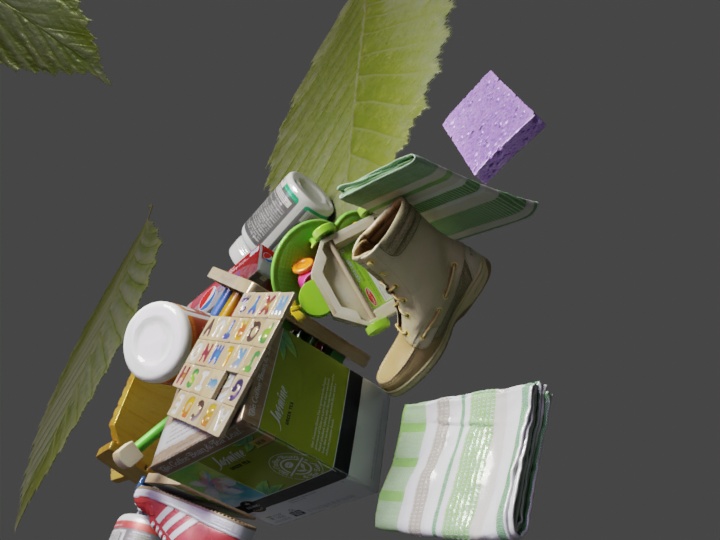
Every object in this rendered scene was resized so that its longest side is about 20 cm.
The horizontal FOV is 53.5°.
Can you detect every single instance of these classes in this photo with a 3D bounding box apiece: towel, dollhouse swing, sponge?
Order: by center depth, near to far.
[{"bbox_3d":[0.093,0.187,0.704,0.200,0.031,0.150,-21,41,50],"label":"towel"},{"bbox_3d":[0.092,-0.082,0.839,0.152,0.199,0.024,-16,63,53],"label":"towel"},{"bbox_3d":[0.184,-0.210,1.023,0.112,0.030,0.200,-46,27,19],"label":"sponge"},{"bbox_3d":[-0.451,0.293,1.379,0.175,0.182,0.201,-11,47,29],"label":"dollhouse swing"}]

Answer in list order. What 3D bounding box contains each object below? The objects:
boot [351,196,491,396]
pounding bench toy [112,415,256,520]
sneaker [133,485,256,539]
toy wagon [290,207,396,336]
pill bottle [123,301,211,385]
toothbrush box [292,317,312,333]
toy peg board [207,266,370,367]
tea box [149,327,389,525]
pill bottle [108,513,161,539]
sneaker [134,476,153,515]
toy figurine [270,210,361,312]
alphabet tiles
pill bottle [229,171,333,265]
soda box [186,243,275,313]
[{"bbox_3d":[0.043,0.032,0.829,0.200,0.155,0.073,-55,26,1],"label":"boot"},{"bbox_3d":[-0.225,0.234,1.003,0.124,0.200,0.157,-19,44,51],"label":"pounding bench toy"},{"bbox_3d":[-0.244,0.366,0.957,0.199,0.071,0.113,9,67,28],"label":"sneaker"},{"bbox_3d":[-0.003,0.006,0.912,0.199,0.156,0.040,-28,-13,-9],"label":"toy wagon"},{"bbox_3d":[-0.239,0.116,1.043,0.112,0.200,0.113,-6,75,23],"label":"pill bottle"},{"bbox_3d":[-0.188,0.112,1.217,0.200,0.086,0.146,-54,26,5],"label":"toothbrush box"},{"bbox_3d":[-0.125,0.095,0.993,0.098,0.200,0.199,-59,26,-9],"label":"toy peg board"},{"bbox_3d":[-0.105,0.190,0.850,0.200,0.196,0.134,-33,33,39],"label":"tea box"},{"bbox_3d":[-0.324,0.459,1.002,0.116,0.116,0.201,-27,38,45],"label":"pill bottle"},{"bbox_3d":[-0.336,0.376,1.158,0.201,0.085,0.077,-59,26,-7],"label":"sneaker"},{"bbox_3d":[0.000,0.000,1.024,0.200,0.151,0.184,-39,33,-25],"label":"toy figurine"},{"bbox_3d":[-0.156,0.098,0.813,0.200,0.008,0.168,-3,56,57],"label":"alphabet tiles"},{"bbox_3d":[-0.154,-0.080,1.358,0.200,0.113,0.113,-45,27,18],"label":"pill bottle"},{"bbox_3d":[-0.198,0.046,1.138,0.200,0.070,0.064,-35,35,30],"label":"soda box"}]
